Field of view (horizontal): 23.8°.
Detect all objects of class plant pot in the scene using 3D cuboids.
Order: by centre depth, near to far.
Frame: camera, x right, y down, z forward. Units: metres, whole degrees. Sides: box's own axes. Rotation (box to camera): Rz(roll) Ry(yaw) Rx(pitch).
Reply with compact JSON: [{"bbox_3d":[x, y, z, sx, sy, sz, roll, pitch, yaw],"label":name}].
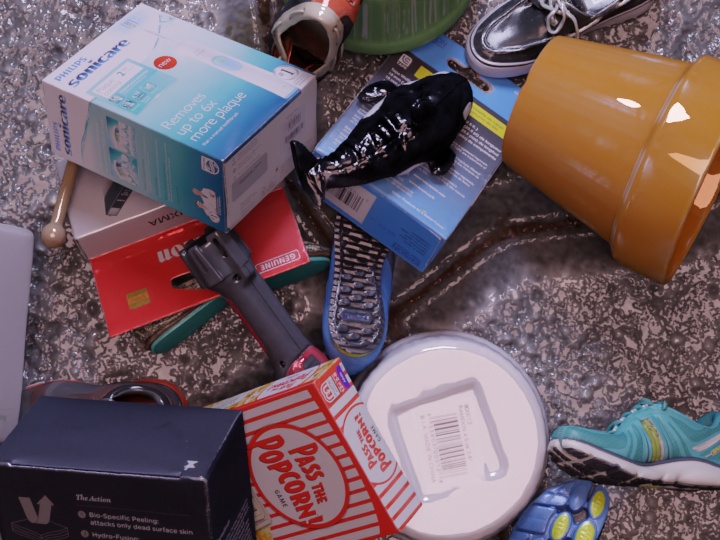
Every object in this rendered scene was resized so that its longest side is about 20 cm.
[{"bbox_3d":[0.233,-0.117,1.526,0.182,0.200,0.202,26,86,14],"label":"plant pot"}]

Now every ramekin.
[{"bbox_3d":[0.077,0.154,1.548,0.198,0.098,0.203,0,86,1],"label":"ramekin"},{"bbox_3d":[0.015,-0.309,1.560,0.197,0.098,0.203,0,72,0],"label":"ramekin"}]

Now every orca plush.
[{"bbox_3d":[0.029,-0.135,1.491,0.198,0.071,0.106,-16,66,-27],"label":"orca plush"}]

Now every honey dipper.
[{"bbox_3d":[-0.258,-0.111,1.564,0.037,0.038,0.202,9,63,1],"label":"honey dipper"}]

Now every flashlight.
[{"bbox_3d":[-0.085,0.051,1.511,0.067,0.068,0.201,-34,102,10],"label":"flashlight"}]

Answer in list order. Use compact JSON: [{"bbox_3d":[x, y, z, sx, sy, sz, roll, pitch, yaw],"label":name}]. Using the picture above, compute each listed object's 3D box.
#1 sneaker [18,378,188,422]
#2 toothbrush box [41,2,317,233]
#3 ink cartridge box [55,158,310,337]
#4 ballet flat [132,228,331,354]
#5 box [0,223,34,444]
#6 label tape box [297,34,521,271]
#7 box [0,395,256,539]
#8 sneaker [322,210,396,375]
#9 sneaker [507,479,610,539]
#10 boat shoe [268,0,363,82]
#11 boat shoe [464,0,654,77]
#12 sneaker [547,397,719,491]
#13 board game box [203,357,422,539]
[{"bbox_3d":[-0.259,0.133,1.560,0.197,0.082,0.078,-12,86,-1],"label":"sneaker"},{"bbox_3d":[-0.157,-0.138,1.506,0.198,0.086,0.146,24,47,24],"label":"toothbrush box"},{"bbox_3d":[-0.163,-0.055,1.557,0.198,0.045,0.178,-21,59,-1],"label":"ink cartridge box"},{"bbox_3d":[-0.127,0.002,1.581,0.198,0.068,0.076,-27,71,1],"label":"ballet flat"},{"bbox_3d":[-0.410,0.048,1.491,0.169,0.199,0.203,3,86,20],"label":"box"},{"bbox_3d":[0.056,-0.117,1.573,0.144,0.063,0.200,35,55,3],"label":"label tape box"},{"bbox_3d":[-0.198,0.227,1.478,0.194,0.118,0.202,3,116,14],"label":"box"},{"bbox_3d":[0.000,0.000,1.581,0.065,0.079,0.202,11,67,-4],"label":"sneaker"},{"bbox_3d":[0.163,0.276,1.543,0.070,0.083,0.201,29,99,21],"label":"sneaker"},{"bbox_3d":[-0.047,-0.204,1.523,0.071,0.200,0.063,29,66,-7],"label":"boat shoe"},{"bbox_3d":[0.189,-0.242,1.582,0.197,0.068,0.074,-19,74,-4],"label":"boat shoe"},{"bbox_3d":[0.252,0.155,1.542,0.198,0.077,0.081,8,77,-29],"label":"sneaker"},{"bbox_3d":[-0.063,0.175,1.500,0.199,0.046,0.153,-23,102,39],"label":"board game box"}]
